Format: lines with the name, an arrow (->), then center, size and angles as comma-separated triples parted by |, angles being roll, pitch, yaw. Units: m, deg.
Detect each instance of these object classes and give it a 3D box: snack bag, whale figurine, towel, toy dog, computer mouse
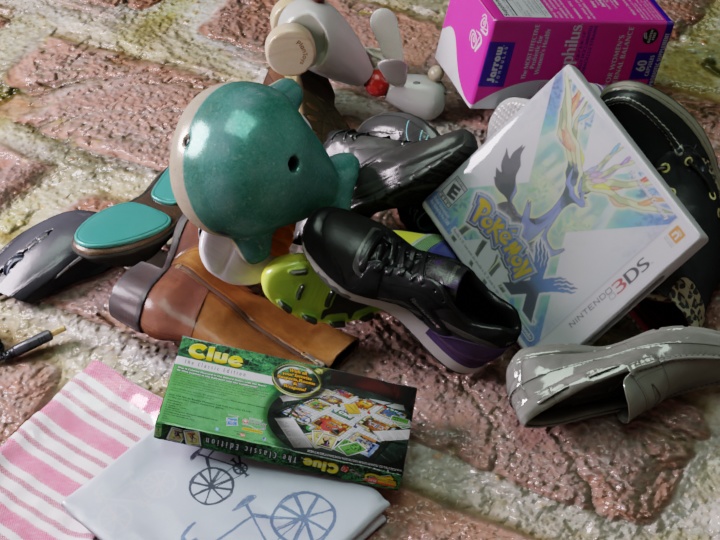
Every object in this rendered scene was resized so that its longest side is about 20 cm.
snack bag -> -0.109, 0.187, 1.476 | 0.199, 0.021, 0.188 | 34, 54, 24
whale figurine -> -0.063, -0.082, 1.584 | 0.103, 0.199, 0.160 | 6, 81, 45
towel -> -0.229, 0.158, 1.533 | 0.146, 0.030, 0.200 | 22, 47, 29
toy dog -> 0.000, -0.226, 1.847 | 0.199, 0.097, 0.132 | 10, 34, -33
computer mouse -> -0.284, 0.005, 1.703 | 0.199, 0.046, 0.140 | -24, 43, -21

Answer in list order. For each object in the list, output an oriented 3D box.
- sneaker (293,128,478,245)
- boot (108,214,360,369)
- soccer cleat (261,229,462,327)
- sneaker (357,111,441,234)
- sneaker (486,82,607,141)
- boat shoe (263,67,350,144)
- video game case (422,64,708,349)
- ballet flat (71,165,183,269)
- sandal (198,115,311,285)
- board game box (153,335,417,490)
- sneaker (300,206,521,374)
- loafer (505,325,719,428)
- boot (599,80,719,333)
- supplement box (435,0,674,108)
sneaker -> 0.010, -0.093, 1.697 | 0.199, 0.076, 0.091 | -22, 74, 22
boot -> -0.089, 0.020, 1.656 | 0.199, 0.069, 0.188 | 23, 34, 20
soccer cleat -> 0.000, 0.001, 1.646 | 0.199, 0.065, 0.084 | -2, 37, -26
sneaker -> 0.058, -0.083, 1.753 | 0.079, 0.076, 0.199 | -35, 48, -28
sneaker -> 0.204, -0.125, 1.761 | 0.113, 0.073, 0.200 | 3, -4, -28
boat shoe -> -0.057, -0.140, 1.842 | 0.068, 0.072, 0.201 | -45, 33, 19
video game case -> 0.168, -0.042, 1.603 | 0.182, 0.022, 0.201 | -43, 63, 18
ballet flat -> -0.186, -0.041, 1.727 | 0.068, 0.069, 0.200 | 22, 40, 27
sandal -> -0.094, -0.059, 1.670 | 0.079, 0.059, 0.208 | 37, 48, -17
board game box -> -0.058, 0.113, 1.519 | 0.198, 0.024, 0.105 | 13, 42, 1
sneaker -> 0.048, 0.001, 1.566 | 0.199, 0.088, 0.076 | 34, 60, -11
loafer -> 0.219, 0.093, 1.544 | 0.198, 0.070, 0.070 | -9, 51, 1
boot -> 0.254, -0.046, 1.615 | 0.073, 0.204, 0.154 | -17, 31, 43
supplement box -> 0.188, -0.224, 1.847 | 0.198, 0.102, 0.104 | -2, 38, -21
